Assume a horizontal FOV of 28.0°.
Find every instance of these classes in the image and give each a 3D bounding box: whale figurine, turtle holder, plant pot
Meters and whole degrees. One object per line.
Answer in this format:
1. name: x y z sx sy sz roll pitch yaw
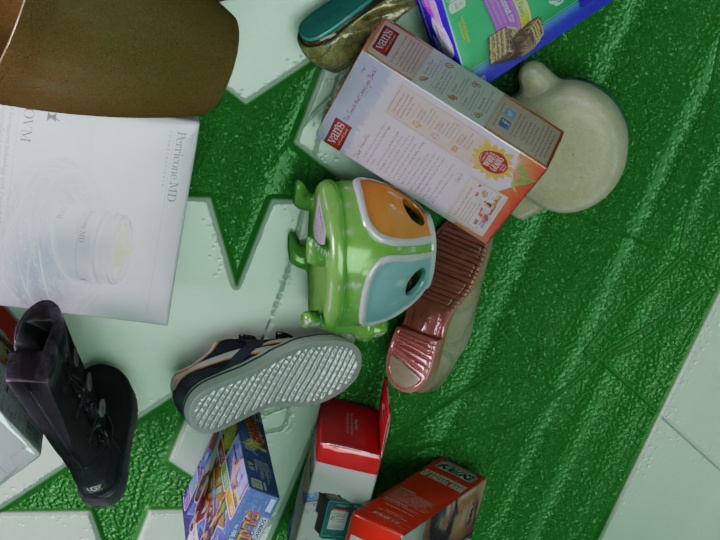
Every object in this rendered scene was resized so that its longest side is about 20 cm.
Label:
1. whale figurine: 0.165 -0.132 1.422 0.198 0.104 0.161 6 113 14
2. turtle holder: 0.002 0.000 1.404 0.130 0.141 0.187 -3 109 -11
3. plant pot: -0.209 -0.205 1.217 0.198 0.186 0.188 16 107 -27

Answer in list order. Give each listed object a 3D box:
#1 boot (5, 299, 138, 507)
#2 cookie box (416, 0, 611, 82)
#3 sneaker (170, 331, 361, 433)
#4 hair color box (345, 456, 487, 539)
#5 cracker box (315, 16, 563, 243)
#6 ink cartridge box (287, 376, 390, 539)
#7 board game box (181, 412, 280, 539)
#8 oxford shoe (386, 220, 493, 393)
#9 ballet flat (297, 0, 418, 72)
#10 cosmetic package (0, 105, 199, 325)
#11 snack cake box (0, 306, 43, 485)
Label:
1. boot: -0.270 0.100 1.344 0.065 0.166 0.201 -17 136 3
2. cookie box: 0.147 -0.285 1.307 0.199 0.075 0.172 -34 144 -6
3. sneaker: -0.099 0.100 1.462 0.198 0.079 0.079 -14 118 -27
4. hair color box: 0.053 0.279 1.490 0.063 0.200 0.112 21 110 23
5. cracker box: 0.071 -0.128 1.346 0.199 0.058 0.134 32 143 -3
6. ink cartridge box: -0.023 0.213 1.488 0.067 0.116 0.202 13 107 -5
7. board game box: -0.133 0.228 1.431 0.034 0.200 0.136 22 106 -17
8. oxford shoe: 0.089 0.031 1.482 0.074 0.070 0.202 16 100 -57
9. ballet flat: 0.031 -0.258 1.360 0.199 0.071 0.071 -36 112 4
10. cosmetic package: -0.262 -0.072 1.339 0.198 0.123 0.201 7 109 -14
11. snack cake box: -0.352 0.104 1.344 0.067 0.200 0.115 -35 112 6
